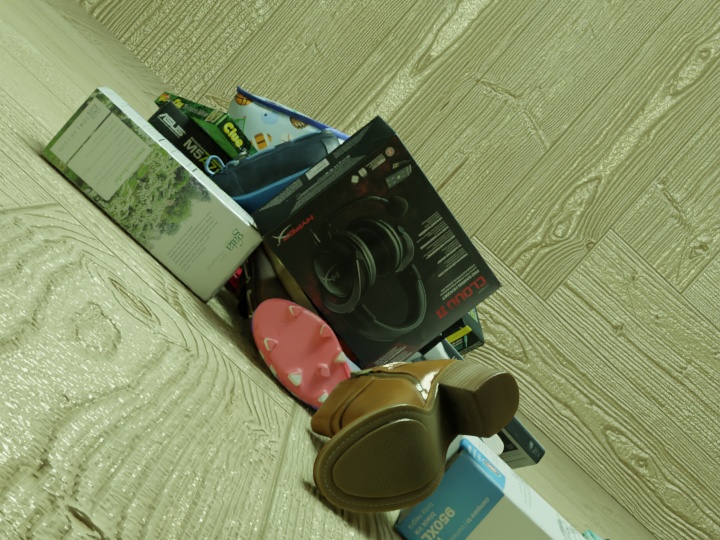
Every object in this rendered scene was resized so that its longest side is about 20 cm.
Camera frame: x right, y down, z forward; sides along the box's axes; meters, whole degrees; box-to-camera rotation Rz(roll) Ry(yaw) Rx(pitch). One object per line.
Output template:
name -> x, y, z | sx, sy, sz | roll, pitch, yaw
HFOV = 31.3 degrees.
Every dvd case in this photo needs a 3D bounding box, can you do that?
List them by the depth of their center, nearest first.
dvd case -> 0.095, 0.144, 1.415 | 0.200, 0.025, 0.150 | 47, -30, -9

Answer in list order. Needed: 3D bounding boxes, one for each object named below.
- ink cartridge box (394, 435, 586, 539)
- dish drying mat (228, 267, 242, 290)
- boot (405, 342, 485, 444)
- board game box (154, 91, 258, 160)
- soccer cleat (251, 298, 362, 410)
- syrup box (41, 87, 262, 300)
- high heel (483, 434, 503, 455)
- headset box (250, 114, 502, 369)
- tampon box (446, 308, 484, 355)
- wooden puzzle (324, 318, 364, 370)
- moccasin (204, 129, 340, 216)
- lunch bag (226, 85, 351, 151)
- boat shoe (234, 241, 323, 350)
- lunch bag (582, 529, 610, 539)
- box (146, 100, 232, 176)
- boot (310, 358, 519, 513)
ink cartridge box -> 0.130, 0.231, 1.025 | 0.200, 0.084, 0.145 | 42, 4, 5
dish drying mat -> -0.147, -0.008, 1.343 | 0.200, 0.018, 0.077 | 44, 2, 11
boot -> 0.063, 0.119, 1.216 | 0.200, 0.072, 0.091 | -124, -165, -67
board game box -> -0.159, -0.142, 1.420 | 0.105, 0.023, 0.200 | 54, -14, -29
soccer cleat -> -0.023, 0.102, 1.133 | 0.200, 0.067, 0.076 | 40, -18, -11
syrup box -> -0.184, -0.070, 1.163 | 0.200, 0.079, 0.081 | 42, 3, -8
high heel -> 0.060, 0.147, 1.328 | 0.067, 0.097, 0.200 | -22, 62, -37
headset box -> 0.020, -0.011, 1.157 | 0.201, 0.148, 0.077 | 53, 1, -22
tampon box -> 0.035, 0.030, 1.549 | 0.200, 0.149, 0.127 | 37, 34, -51
wooden puzzle -> -0.031, 0.038, 1.343 | 0.185, 0.046, 0.202 | -124, -160, -73
moccasin -> -0.103, -0.078, 1.249 | 0.081, 0.198, 0.069 | 59, 20, -49
lunch bag -> -0.091, -0.113, 1.605 | 0.198, 0.172, 0.124 | 26, 5, 4
boat shoe -> -0.089, 0.018, 1.225 | 0.071, 0.070, 0.200 | 52, 3, -18
lunch bag -> 0.272, 0.348, 1.264 | 0.160, 0.077, 0.200 | 42, 3, -7
box -> -0.157, -0.083, 1.459 | 0.193, 0.048, 0.200 | 42, -12, 7
boot -> 0.007, 0.122, 0.975 | 0.154, 0.199, 0.075 | 0, -76, 49
